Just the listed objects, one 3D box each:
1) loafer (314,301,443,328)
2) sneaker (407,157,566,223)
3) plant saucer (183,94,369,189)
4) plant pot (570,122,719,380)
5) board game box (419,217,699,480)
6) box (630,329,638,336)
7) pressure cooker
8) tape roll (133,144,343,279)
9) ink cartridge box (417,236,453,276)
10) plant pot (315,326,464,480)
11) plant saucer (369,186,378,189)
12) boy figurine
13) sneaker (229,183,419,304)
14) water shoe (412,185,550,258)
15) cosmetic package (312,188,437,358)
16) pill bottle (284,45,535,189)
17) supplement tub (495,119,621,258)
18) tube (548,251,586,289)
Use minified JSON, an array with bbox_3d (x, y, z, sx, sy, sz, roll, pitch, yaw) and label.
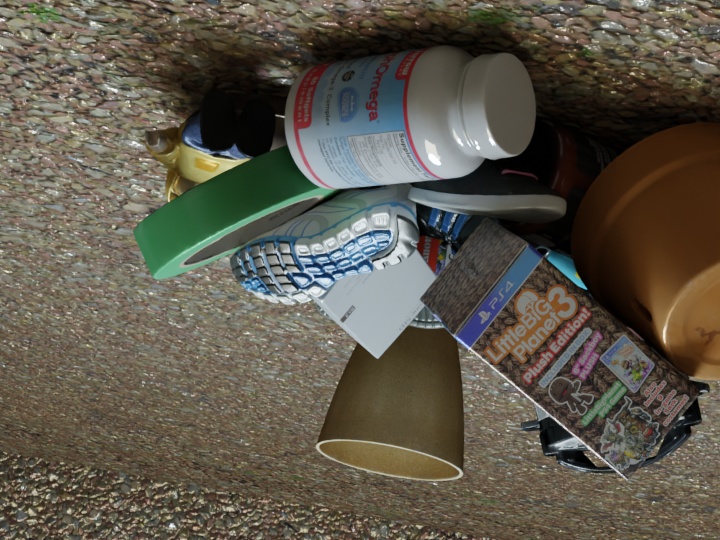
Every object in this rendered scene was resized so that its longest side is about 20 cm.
[{"bbox_3d":[0.046,0.023,1.887,0.197,0.076,0.070,4,-167,18],"label":"loafer"},{"bbox_3d":[0.113,-0.097,1.382,0.070,0.100,0.199,13,180,-31],"label":"sneaker"},{"bbox_3d":[-0.076,-0.123,1.555,0.198,0.032,0.200,11,162,4],"label":"plant saucer"},{"bbox_3d":[0.295,-0.004,1.361,0.197,0.141,0.202,-9,129,-11],"label":"plant pot"},{"bbox_3d":[0.166,0.063,1.373,0.199,0.097,0.159,39,-178,-13],"label":"board game box"},{"bbox_3d":[0.328,0.001,1.573,0.074,0.101,0.199,21,160,-30],"label":"box"},{"bbox_3d":[0.271,0.116,1.735,0.177,0.203,0.175,-1,165,-35],"label":"pressure cooker"},{"bbox_3d":[-0.109,-0.056,1.467,0.199,0.049,0.200,-26,178,-1],"label":"tape roll"},{"bbox_3d":[0.096,-0.002,1.775,0.197,0.051,0.109,8,166,9],"label":"ink cartridge box"},{"bbox_3d":[0.052,0.141,2.000,0.184,0.202,0.187,9,162,3],"label":"plant pot"},{"bbox_3d":[-0.039,-0.059,1.735,0.197,0.028,0.200,10,161,3],"label":"plant saucer"},{"bbox_3d":[-0.146,-0.107,1.495,0.123,0.065,0.200,11,161,-19],"label":"boy figurine"},{"bbox_3d":[-0.029,-0.032,1.508,0.198,0.087,0.075,-15,124,22],"label":"sneaker"},{"bbox_3d":[0.104,-0.043,1.609,0.198,0.080,0.071,-3,157,37],"label":"water shoe"},{"bbox_3d":[0.000,0.000,1.626,0.081,0.113,0.200,40,178,27],"label":"cosmetic package"},{"bbox_3d":[0.042,-0.129,1.340,0.198,0.110,0.108,-3,157,37],"label":"pill bottle"},{"bbox_3d":[0.222,-0.055,1.458,0.198,0.108,0.107,22,159,-29],"label":"supplement tub"},{"bbox_3d":[0.221,-0.004,1.565,0.076,0.051,0.200,-5,-163,-20],"label":"tube"}]
